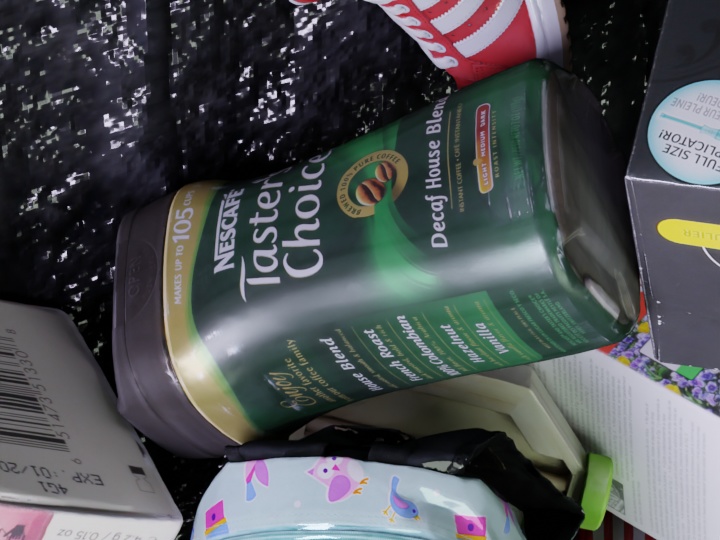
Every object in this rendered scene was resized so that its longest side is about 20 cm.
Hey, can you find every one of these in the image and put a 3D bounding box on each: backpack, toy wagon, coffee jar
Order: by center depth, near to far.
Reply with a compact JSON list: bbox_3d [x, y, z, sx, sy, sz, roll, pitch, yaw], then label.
[{"bbox_3d":[0.000,0.000,0.969,0.199,0.105,0.085,-19,143,24],"label":"coffee jar"},{"bbox_3d":[0.006,0.132,0.999,0.166,0.127,0.200,-5,161,5],"label":"backpack"},{"bbox_3d":[0.018,0.127,1.130,0.154,0.040,0.201,14,113,0],"label":"toy wagon"}]

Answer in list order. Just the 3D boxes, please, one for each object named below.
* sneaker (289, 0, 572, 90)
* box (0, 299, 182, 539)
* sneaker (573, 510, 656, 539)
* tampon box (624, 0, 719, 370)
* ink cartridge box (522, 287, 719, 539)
[{"bbox_3d":[0.013,-0.108,0.951,0.112,0.071,0.201,-25,136,-12],"label":"sneaker"},{"bbox_3d":[-0.176,0.121,0.994,0.109,0.128,0.200,11,121,-40],"label":"box"},{"bbox_3d":[0.168,0.108,1.275,0.200,0.115,0.079,-30,131,-57],"label":"sneaker"},{"bbox_3d":[0.192,-0.072,0.954,0.149,0.201,0.126,7,149,16],"label":"tampon box"},{"bbox_3d":[0.127,0.061,1.113,0.050,0.200,0.109,-42,145,-28],"label":"ink cartridge box"}]
